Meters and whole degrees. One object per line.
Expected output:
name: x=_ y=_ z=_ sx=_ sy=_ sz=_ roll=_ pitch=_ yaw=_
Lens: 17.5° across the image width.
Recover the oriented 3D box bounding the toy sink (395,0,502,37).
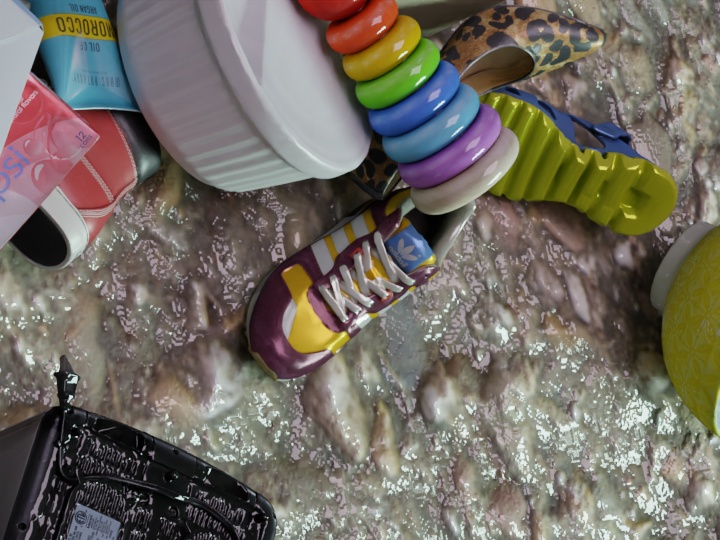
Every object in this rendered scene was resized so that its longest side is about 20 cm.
toy sink: x=0.014 y=-0.281 z=1.704 sx=0.130 sy=0.112 sz=0.200 roll=-2 pitch=78 yaw=-38

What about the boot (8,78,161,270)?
boot: x=-0.220 y=-0.116 z=1.514 sx=0.200 sy=0.072 sz=0.144 roll=51 pitch=46 yaw=-14

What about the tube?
tube: x=-0.201 y=-0.190 z=1.526 sx=0.077 sy=0.050 sz=0.200 roll=-4 pitch=66 yaw=-47

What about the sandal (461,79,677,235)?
sandal: x=0.145 y=-0.093 z=1.786 sx=0.200 sy=0.079 sz=0.087 roll=25 pitch=26 yaw=-22

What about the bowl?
bowl: x=0.292 y=0.022 z=1.818 sx=0.108 sy=0.200 sz=0.200 roll=32 pitch=46 yaw=26

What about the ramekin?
ramekin: x=-0.081 y=-0.146 z=1.567 sx=0.202 sy=0.094 sz=0.202 roll=46 pitch=33 yaw=-43

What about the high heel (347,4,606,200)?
high heel: x=0.083 y=-0.116 z=1.675 sx=0.200 sy=0.071 sz=0.143 roll=-6 pitch=58 yaw=3

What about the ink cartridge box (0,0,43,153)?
ink cartridge box: x=-0.304 y=-0.103 z=1.379 sx=0.076 sy=0.200 sz=0.136 roll=48 pitch=50 yaw=-49

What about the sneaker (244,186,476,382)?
sneaker: x=0.000 y=0.000 z=1.627 sx=0.075 sy=0.090 sz=0.200 roll=53 pitch=53 yaw=-13

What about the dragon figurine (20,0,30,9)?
dragon figurine: x=-0.254 y=-0.193 z=1.459 sx=0.099 sy=0.200 sz=0.059 roll=19 pitch=85 yaw=-63

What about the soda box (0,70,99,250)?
soda box: x=-0.250 y=-0.031 z=1.410 sx=0.070 sy=0.063 sz=0.200 roll=42 pitch=83 yaw=-16

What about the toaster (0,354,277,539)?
toaster: x=-0.161 y=0.187 z=1.433 sx=0.181 sy=0.119 sz=0.200 roll=28 pitch=62 yaw=-29

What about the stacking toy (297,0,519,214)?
stacking toy: x=0.022 y=-0.138 z=1.580 sx=0.200 sy=0.085 sz=0.085 roll=54 pitch=52 yaw=-18
